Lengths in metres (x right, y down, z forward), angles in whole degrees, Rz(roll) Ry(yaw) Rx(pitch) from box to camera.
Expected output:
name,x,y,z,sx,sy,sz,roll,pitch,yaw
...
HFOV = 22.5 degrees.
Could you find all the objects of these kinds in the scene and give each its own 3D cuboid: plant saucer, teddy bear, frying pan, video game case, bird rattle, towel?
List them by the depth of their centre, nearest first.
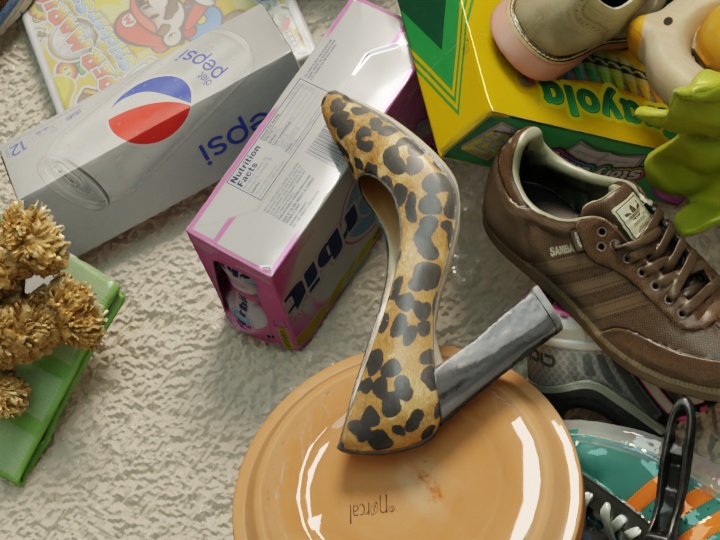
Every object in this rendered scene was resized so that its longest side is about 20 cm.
name,x,y,z,sx,sy,sz,roll,pitch,yaw
frying pan,0.172,0.178,0.982,0.115,0.031,0.191,34,111,20
bird rattle,0.237,-0.117,1.004,0.199,0.113,0.163,-25,47,-6
plant saucer,0.025,0.126,1.010,0.199,0.032,0.201,-6,54,8
teddy bear,-0.248,0.030,1.089,0.199,0.146,0.067,-4,32,12
towel,-0.259,0.027,1.158,0.199,0.031,0.150,30,96,18
video game case,-0.145,-0.189,1.265,0.181,0.023,0.201,-23,64,-2

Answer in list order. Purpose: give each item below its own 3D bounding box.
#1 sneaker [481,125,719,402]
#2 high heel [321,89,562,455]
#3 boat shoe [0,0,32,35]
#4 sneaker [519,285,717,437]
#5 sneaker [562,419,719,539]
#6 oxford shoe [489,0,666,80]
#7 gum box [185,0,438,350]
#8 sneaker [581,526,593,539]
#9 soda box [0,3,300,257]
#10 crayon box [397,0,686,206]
name,x,y,z,sx,sy,sz,roll,pitch,yaw
sneaker,0.147,-0.004,0.997,0.200,0.076,0.070,35,57,23
high heel,0.000,0.000,1.019,0.142,0.071,0.200,-36,73,-10
boat shoe,-0.296,-0.158,1.234,0.072,0.072,0.201,26,81,21
sneaker,0.188,0.061,1.063,0.199,0.088,0.074,6,25,0
sneaker,0.178,0.151,1.024,0.199,0.071,0.080,21,66,17
oxford shoe,0.154,-0.173,1.069,0.071,0.074,0.200,49,42,-1
gum box,-0.023,-0.055,1.130,0.066,0.114,0.200,28,71,20
sneaker,0.040,0.132,1.055,0.199,0.070,0.082,4,69,10
soda box,-0.129,-0.088,1.174,0.199,0.068,0.064,-28,44,-2
crayon box,0.121,-0.139,1.114,0.199,0.058,0.173,8,55,-36
